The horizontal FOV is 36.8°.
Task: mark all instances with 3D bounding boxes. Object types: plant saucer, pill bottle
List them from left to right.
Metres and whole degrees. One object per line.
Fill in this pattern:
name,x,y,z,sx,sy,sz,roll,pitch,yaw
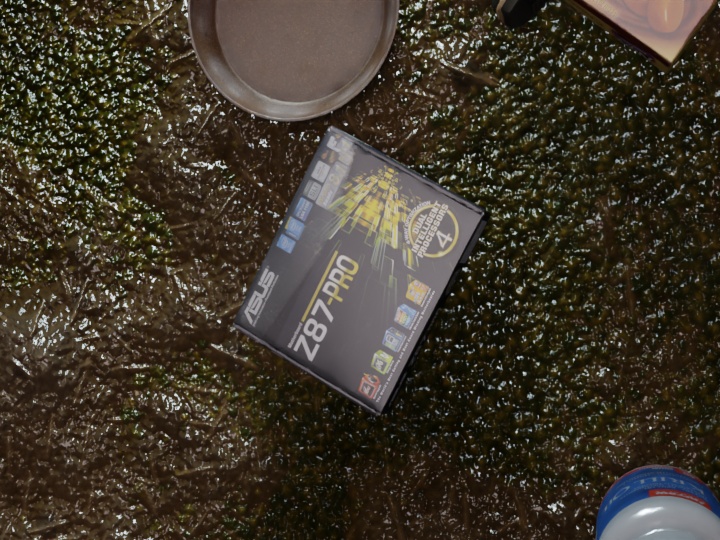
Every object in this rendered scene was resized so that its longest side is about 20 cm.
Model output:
plant saucer,-0.058,-0.234,0.972,0.196,0.034,0.205,0,90,13
pill bottle,0.235,0.222,0.828,0.110,0.200,0.115,0,91,12

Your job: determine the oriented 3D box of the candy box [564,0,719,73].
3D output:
candy box,0.266,-0.281,0.885,0.116,0.056,0.202,36,97,11

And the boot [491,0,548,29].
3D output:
boot,0.131,-0.319,0.913,0.137,0.077,0.202,32,85,14

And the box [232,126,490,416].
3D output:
box,0.000,0.000,0.956,0.160,0.049,0.202,30,98,14
